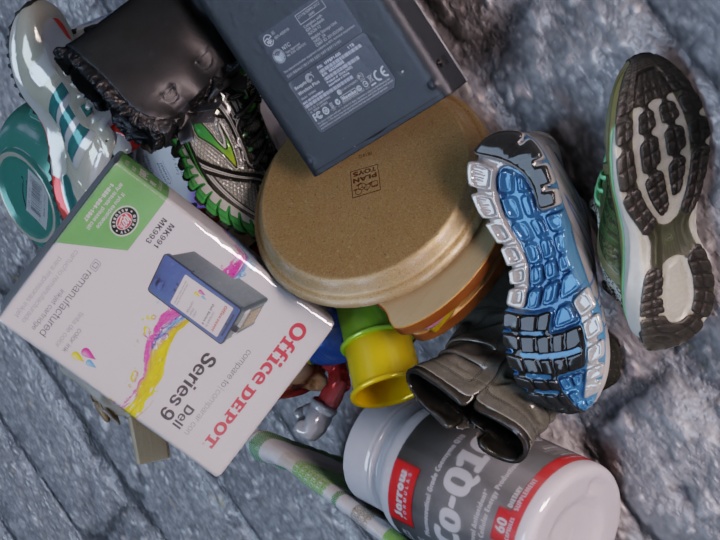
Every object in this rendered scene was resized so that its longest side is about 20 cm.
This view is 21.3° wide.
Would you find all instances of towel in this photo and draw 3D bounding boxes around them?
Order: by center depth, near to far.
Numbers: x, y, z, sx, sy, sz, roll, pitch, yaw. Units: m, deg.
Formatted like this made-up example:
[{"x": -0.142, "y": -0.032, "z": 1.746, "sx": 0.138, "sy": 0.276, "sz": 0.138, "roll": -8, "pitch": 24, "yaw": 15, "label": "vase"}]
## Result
[{"x": 0.008, "y": 0.202, "z": 1.575, "sx": 0.200, "sy": 0.149, "sz": 0.031, "roll": 33, "pitch": 94, "yaw": 34, "label": "towel"}]

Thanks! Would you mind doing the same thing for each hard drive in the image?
[{"x": -0.035, "y": -0.178, "z": 1.303, "sx": 0.140, "sy": 0.033, "sz": 0.200, "roll": -29, "pitch": 98, "yaw": 39, "label": "hard drive"}]

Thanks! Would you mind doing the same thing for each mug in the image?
[{"x": -0.259, "y": -0.100, "z": 1.699, "sx": 0.152, "sy": 0.114, "sz": 0.185, "roll": -12, "pitch": 105, "yaw": 54, "label": "mug"}]

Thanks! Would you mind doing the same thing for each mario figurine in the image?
[{"x": -0.042, "y": 0.060, "z": 1.543, "sx": 0.106, "sy": 0.124, "sz": 0.200, "roll": 25, "pitch": 147, "yaw": -27, "label": "mario figurine"}]

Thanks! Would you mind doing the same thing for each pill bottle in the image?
[{"x": 0.087, "y": 0.167, "z": 1.458, "sx": 0.200, "sy": 0.114, "sz": 0.114, "roll": 21, "pitch": 130, "yaw": 41, "label": "pill bottle"}]

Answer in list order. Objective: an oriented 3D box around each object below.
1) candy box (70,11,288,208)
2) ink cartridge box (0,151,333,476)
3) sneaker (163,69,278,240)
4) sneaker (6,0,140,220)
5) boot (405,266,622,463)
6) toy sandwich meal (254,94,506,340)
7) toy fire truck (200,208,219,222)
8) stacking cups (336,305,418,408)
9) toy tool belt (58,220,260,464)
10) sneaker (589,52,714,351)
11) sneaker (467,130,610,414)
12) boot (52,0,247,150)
[{"x": -0.142, "y": -0.139, "z": 1.566, "sx": 0.200, "sy": 0.072, "sz": 0.168, "roll": -1, "pitch": 113, "yaw": 51, "label": "candy box"}, {"x": -0.140, "y": 0.031, "z": 1.398, "sx": 0.200, "sy": 0.145, "sz": 0.088, "roll": 38, "pitch": -178, "yaw": -11, "label": "ink cartridge box"}, {"x": -0.099, "y": -0.103, "z": 1.432, "sx": 0.200, "sy": 0.078, "sz": 0.085, "roll": 47, "pitch": 120, "yaw": 0, "label": "sneaker"}, {"x": -0.217, "y": -0.128, "z": 1.559, "sx": 0.093, "sy": 0.070, "sz": 0.200, "roll": -2, "pitch": 111, "yaw": 33, "label": "sneaker"}, {"x": 0.078, "y": 0.048, "z": 1.372, "sx": 0.200, "sy": 0.131, "sz": 0.068, "roll": 36, "pitch": 138, "yaw": 31, "label": "boot"}, {"x": 0.021, "y": -0.044, "z": 1.372, "sx": 0.205, "sy": 0.205, "sz": 0.070, "roll": 30, "pitch": 167, "yaw": 36, "label": "toy sandwich meal"}, {"x": -0.180, "y": -0.005, "z": 1.579, "sx": 0.049, "sy": 0.200, "sz": 0.141, "roll": 51, "pitch": 154, "yaw": 13, "label": "toy fire truck"}, {"x": 0.000, "y": 0.000, "z": 1.437, "sx": 0.061, "sy": 0.060, "sz": 0.200, "roll": -47, "pitch": 50, "yaw": 54, "label": "stacking cups"}, {"x": -0.129, "y": 0.053, "z": 1.511, "sx": 0.123, "sy": 0.200, "sz": 0.125, "roll": 51, "pitch": 160, "yaw": 2, "label": "toy tool belt"}, {"x": 0.173, "y": -0.048, "z": 1.246, "sx": 0.089, "sy": 0.077, "sz": 0.200, "roll": 30, "pitch": 133, "yaw": 52, "label": "sneaker"}, {"x": 0.135, "y": -0.004, "z": 1.301, "sx": 0.075, "sy": 0.087, "sz": 0.200, "roll": -7, "pitch": 99, "yaw": 28, "label": "sneaker"}, {"x": -0.152, "y": -0.195, "z": 1.383, "sx": 0.198, "sy": 0.162, "sz": 0.073, "roll": 45, "pitch": 168, "yaw": 5, "label": "boot"}]
